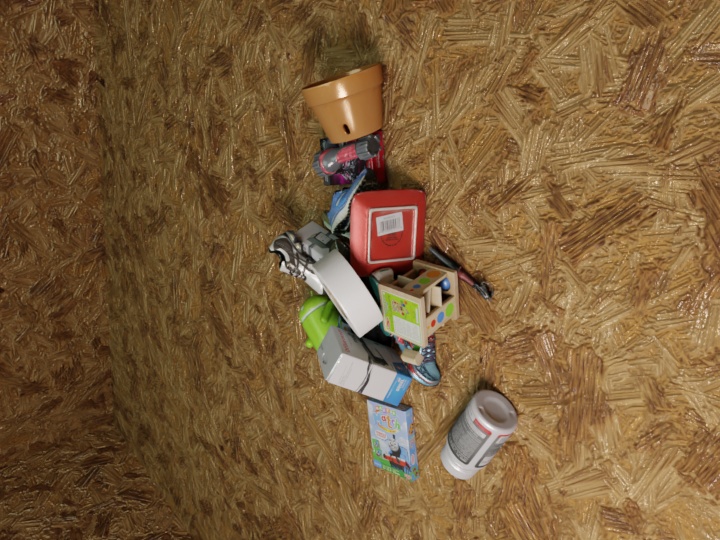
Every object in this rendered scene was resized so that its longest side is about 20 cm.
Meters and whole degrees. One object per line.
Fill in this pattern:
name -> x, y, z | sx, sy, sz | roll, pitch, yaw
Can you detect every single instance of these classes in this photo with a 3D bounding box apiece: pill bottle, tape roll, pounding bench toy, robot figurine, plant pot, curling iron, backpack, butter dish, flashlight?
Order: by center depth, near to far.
curling iron -> 0.229, 0.001, 1.262 | 0.200, 0.025, 0.050 | 44, 166, 35
pill bottle -> 0.266, 0.380, 1.272 | 0.114, 0.113, 0.202 | 45, 130, 28
tape roll -> -0.031, 0.053, 1.278 | 0.204, 0.070, 0.203 | 54, 172, 10
pounding bench toy -> 0.147, 0.101, 1.293 | 0.123, 0.155, 0.204 | 18, 127, 41
plant pot -> -0.027, -0.394, 1.321 | 0.198, 0.199, 0.142 | 4, 121, 46
butter dish -> 0.046, -0.103, 1.341 | 0.148, 0.196, 0.204 | -143, 51, -60
flashlight -> -0.037, -0.282, 1.366 | 0.198, 0.067, 0.069 | -4, 97, 48
backpack -> 0.014, 0.175, 1.468 | 0.153, 0.161, 0.204 | 5, 112, 54
robot figurine -> -0.103, 0.158, 1.603 | 0.202, 0.114, 0.176 | 57, 147, 19

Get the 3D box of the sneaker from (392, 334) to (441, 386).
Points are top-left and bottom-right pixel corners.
sneaker -> 0.148, 0.189, 1.370 | 0.095, 0.079, 0.202 | -42, 70, 42

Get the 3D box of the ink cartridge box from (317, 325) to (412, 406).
ink cartridge box -> 0.007, 0.228, 1.337 | 0.085, 0.197, 0.145 | -61, 23, 13

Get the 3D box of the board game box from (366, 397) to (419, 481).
board game box -> 0.089, 0.466, 1.545 | 0.150, 0.036, 0.204 | 4, 103, 47

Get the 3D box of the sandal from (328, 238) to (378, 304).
sandal -> 0.000, 0.000, 1.389 | 0.199, 0.055, 0.082 | 40, 125, 3

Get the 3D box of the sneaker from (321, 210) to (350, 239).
sneaker -> -0.019, -0.132, 1.475 | 0.198, 0.076, 0.090 | 30, 109, 32

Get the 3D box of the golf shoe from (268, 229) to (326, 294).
golf shoe -> -0.169, -0.005, 1.482 | 0.201, 0.094, 0.078 | 52, 152, 2

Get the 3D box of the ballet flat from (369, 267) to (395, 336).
ballet flat -> 0.072, 0.076, 1.337 | 0.069, 0.069, 0.202 | 26, 143, 39

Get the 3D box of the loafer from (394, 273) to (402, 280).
loafer -> 0.060, 0.022, 1.418 | 0.200, 0.074, 0.070 | 47, 127, 27

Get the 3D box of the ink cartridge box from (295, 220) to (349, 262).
ink cartridge box -> -0.090, -0.023, 1.529 | 0.199, 0.084, 0.148 | 34, 147, 36

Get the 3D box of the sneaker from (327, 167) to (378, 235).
sneaker -> -0.031, -0.184, 1.387 | 0.201, 0.078, 0.090 | -50, 58, 35

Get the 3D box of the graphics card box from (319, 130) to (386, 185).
graphics card box -> -0.022, -0.288, 1.436 | 0.198, 0.050, 0.128 | 8, 107, 47
